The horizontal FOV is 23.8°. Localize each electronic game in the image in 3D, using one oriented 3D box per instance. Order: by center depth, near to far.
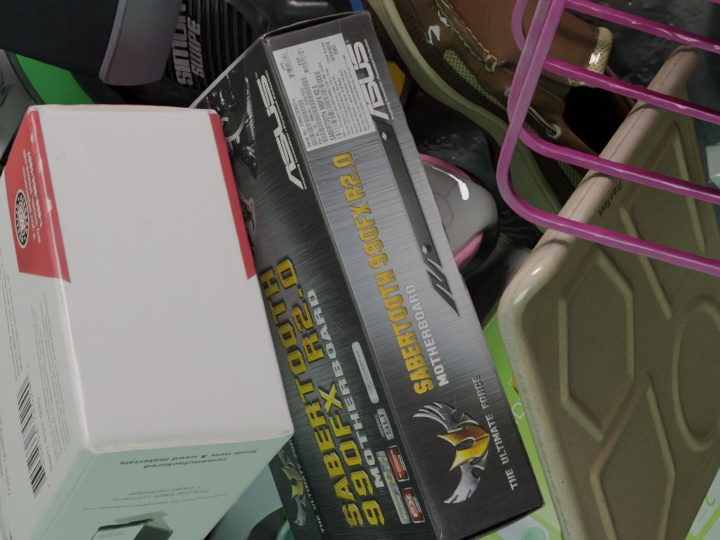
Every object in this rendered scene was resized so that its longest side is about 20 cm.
[{"bbox_3d":[-0.069,-0.111,0.769,0.199,0.042,0.201,7,133,7],"label":"electronic game"}]

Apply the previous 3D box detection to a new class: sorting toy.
[{"bbox_3d":[0.110,0.035,0.699,0.036,0.185,0.201,5,126,30],"label":"sorting toy"}]

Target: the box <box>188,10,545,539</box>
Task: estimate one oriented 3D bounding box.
[{"bbox_3d":[-0.012,0.014,0.694,0.158,0.048,0.201,-24,84,66],"label":"box"}]

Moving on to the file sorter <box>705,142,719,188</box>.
[{"bbox_3d":[0.255,0.005,0.702,0.199,0.125,0.139,-6,174,18],"label":"file sorter"}]

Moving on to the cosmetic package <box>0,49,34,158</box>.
[{"bbox_3d":[-0.234,-0.066,0.738,0.151,0.200,0.052,39,127,-22],"label":"cosmetic package"}]

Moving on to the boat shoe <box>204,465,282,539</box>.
[{"bbox_3d":[-0.065,0.102,0.937,0.071,0.070,0.200,22,133,-10],"label":"boat shoe"}]

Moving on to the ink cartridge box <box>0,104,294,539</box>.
[{"bbox_3d":[-0.111,0.046,0.710,0.082,0.147,0.200,-2,153,-26],"label":"ink cartridge box"}]

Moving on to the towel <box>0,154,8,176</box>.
[{"bbox_3d":[-0.158,0.025,0.868,0.200,0.023,0.144,37,133,18],"label":"towel"}]

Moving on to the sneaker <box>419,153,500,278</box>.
[{"bbox_3d":[0.000,0.000,0.823,0.095,0.079,0.200,10,157,-43],"label":"sneaker"}]

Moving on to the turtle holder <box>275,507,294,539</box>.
[{"bbox_3d":[0.003,0.171,0.943,0.185,0.132,0.141,-3,131,15],"label":"turtle holder"}]

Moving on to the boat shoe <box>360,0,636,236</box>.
[{"bbox_3d":[0.074,-0.094,0.729,0.075,0.075,0.202,-10,141,35],"label":"boat shoe"}]

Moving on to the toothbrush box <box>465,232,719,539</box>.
[{"bbox_3d":[0.103,0.097,0.839,0.200,0.086,0.146,37,91,-20],"label":"toothbrush box"}]

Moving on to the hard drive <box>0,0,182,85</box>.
[{"bbox_3d":[-0.129,-0.177,0.689,0.134,0.042,0.201,19,122,10],"label":"hard drive"}]

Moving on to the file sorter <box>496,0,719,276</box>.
[{"bbox_3d":[0.130,-0.107,0.618,0.138,0.200,0.126,15,133,-1],"label":"file sorter"}]
